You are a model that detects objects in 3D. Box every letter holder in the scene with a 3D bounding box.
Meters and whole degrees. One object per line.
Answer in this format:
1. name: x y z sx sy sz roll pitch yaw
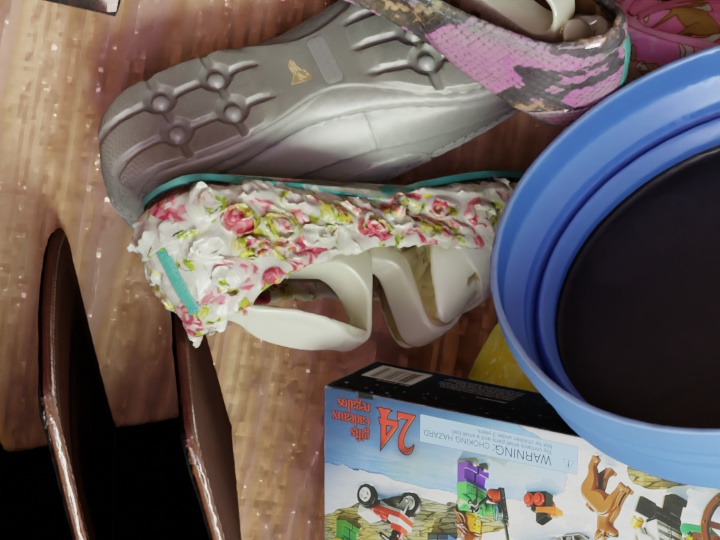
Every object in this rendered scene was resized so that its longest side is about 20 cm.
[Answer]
1. letter holder: -0.107 0.043 1.062 0.100 0.200 0.142 -12 109 -1

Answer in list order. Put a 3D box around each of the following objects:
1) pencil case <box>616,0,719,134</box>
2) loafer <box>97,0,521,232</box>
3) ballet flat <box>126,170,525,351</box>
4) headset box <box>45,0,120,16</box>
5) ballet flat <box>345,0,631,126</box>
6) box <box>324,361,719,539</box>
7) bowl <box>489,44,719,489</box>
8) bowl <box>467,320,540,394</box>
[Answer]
1. pencil case: 0.122 -0.007 1.128 0.086 0.083 0.200 18 108 19
2. loafer: -0.004 -0.064 1.113 0.200 0.070 0.070 -16 148 -6
3. ballet flat: 0.000 0.000 1.085 0.200 0.064 0.076 -3 157 -37
4. headset box: -0.170 -0.191 1.044 0.200 0.077 0.149 12 107 -10
5. ballet flat: 0.015 -0.126 1.059 0.200 0.069 0.071 31 143 9
6. box: 0.079 0.117 1.013 0.200 0.038 0.137 10 107 32
7. bowl: 0.145 -0.005 0.984 0.200 0.201 0.039 -20 129 2
8. bowl: 0.141 0.084 1.066 0.200 0.108 0.200 -5 112 -13
